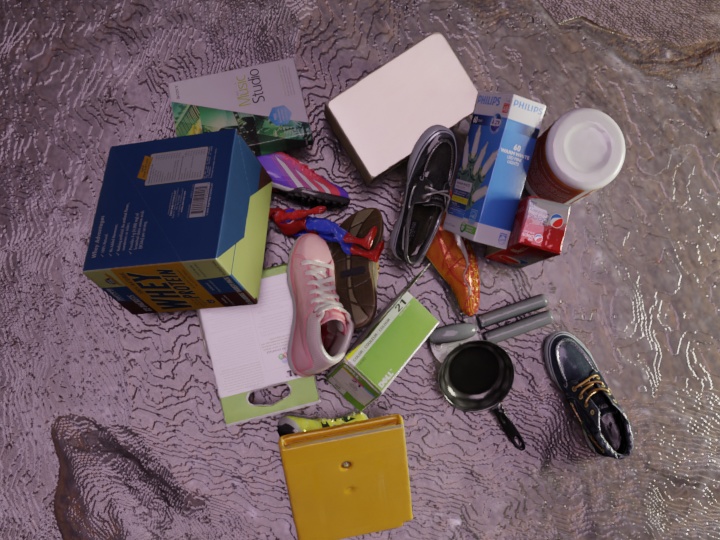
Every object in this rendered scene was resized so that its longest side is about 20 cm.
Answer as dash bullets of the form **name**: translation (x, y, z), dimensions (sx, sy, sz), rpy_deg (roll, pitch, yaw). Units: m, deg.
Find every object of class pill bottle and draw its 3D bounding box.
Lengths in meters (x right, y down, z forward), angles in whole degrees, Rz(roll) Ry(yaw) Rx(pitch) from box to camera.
- **pill bottle**: translation (0.298, -0.156, 1.360), dimensions (0.110, 0.200, 0.115), rpy_deg (0, 84, -4)

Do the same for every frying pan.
- **frying pan**: translation (0.199, 0.173, 1.391), dimensions (0.188, 0.031, 0.116), rpy_deg (33, 104, -15)

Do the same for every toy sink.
- **toy sink**: translation (0.061, -0.237, 1.396), dimensions (0.198, 0.112, 0.131), rpy_deg (-34, 91, -3)

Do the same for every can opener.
- **can opener**: translation (0.195, 0.087, 1.403), dimensions (0.197, 0.066, 0.054), rpy_deg (-17, 85, -10)

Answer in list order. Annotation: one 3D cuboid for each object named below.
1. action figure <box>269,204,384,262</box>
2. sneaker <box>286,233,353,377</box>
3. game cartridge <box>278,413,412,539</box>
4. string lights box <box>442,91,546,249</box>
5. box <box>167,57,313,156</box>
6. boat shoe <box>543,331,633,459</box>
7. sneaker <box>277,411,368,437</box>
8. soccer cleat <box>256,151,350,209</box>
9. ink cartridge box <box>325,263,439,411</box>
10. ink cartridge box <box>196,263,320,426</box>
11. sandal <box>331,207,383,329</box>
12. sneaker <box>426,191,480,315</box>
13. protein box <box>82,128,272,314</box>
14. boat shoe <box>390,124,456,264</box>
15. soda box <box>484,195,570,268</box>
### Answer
- **action figure**: translation (-0.060, -0.064, 1.376), dimensions (0.197, 0.066, 0.052), rpy_deg (15, 72, 26)
- **sneaker**: translation (-0.050, 0.040, 1.293), dimensions (0.074, 0.104, 0.204), rpy_deg (11, 73, -30)
- **game cartridge**: translation (-0.017, 0.298, 1.327), dimensions (0.173, 0.033, 0.203), rpy_deg (-9, 126, -4)
- **string lights box**: translation (0.185, -0.142, 1.317), dimensions (0.058, 0.103, 0.204), rpy_deg (12, 97, -23)
- **box**: translation (-0.179, -0.232, 1.394), dimensions (0.196, 0.037, 0.146), rpy_deg (-13, 62, -4)
- **boat shoe**: translation (0.341, 0.181, 1.386), dimensions (0.070, 0.091, 0.203), rpy_deg (-26, 87, -6)
- **sneaker**: translation (-0.030, 0.238, 1.361), dimensions (0.197, 0.075, 0.078), rpy_deg (22, 73, -25)
- **soccer cleat**: translation (-0.107, -0.144, 1.403), dimensions (0.196, 0.068, 0.075), rpy_deg (14, 80, 0)
- **ink cartridge box**: translation (0.045, 0.096, 1.302), dimensions (0.076, 0.200, 0.148), rpy_deg (42, 62, 1)
- **ink cartridge box**: translation (-0.149, 0.107, 1.364), dimensions (0.145, 0.076, 0.204), rpy_deg (-13, 87, -5)
- **sandal**: translation (0.000, 0.000, 1.386), dimensions (0.079, 0.054, 0.203), rpy_deg (-8, 59, 16)
- **sneaker**: translation (0.129, -0.027, 1.414), dimensions (0.076, 0.073, 0.203), rpy_deg (-20, 82, 17)
- **protein box**: translation (-0.244, -0.064, 1.290), dimensions (0.196, 0.135, 0.202), rpy_deg (-5, 62, 18)
- **boat shoe**: translation (0.100, -0.102, 1.339), dimensions (0.071, 0.071, 0.203), rpy_deg (7, 107, -23)
- **soda box**: translation (0.235, -0.052, 1.346), dimensions (0.062, 0.200, 0.071), rpy_deg (15, 83, -4)
